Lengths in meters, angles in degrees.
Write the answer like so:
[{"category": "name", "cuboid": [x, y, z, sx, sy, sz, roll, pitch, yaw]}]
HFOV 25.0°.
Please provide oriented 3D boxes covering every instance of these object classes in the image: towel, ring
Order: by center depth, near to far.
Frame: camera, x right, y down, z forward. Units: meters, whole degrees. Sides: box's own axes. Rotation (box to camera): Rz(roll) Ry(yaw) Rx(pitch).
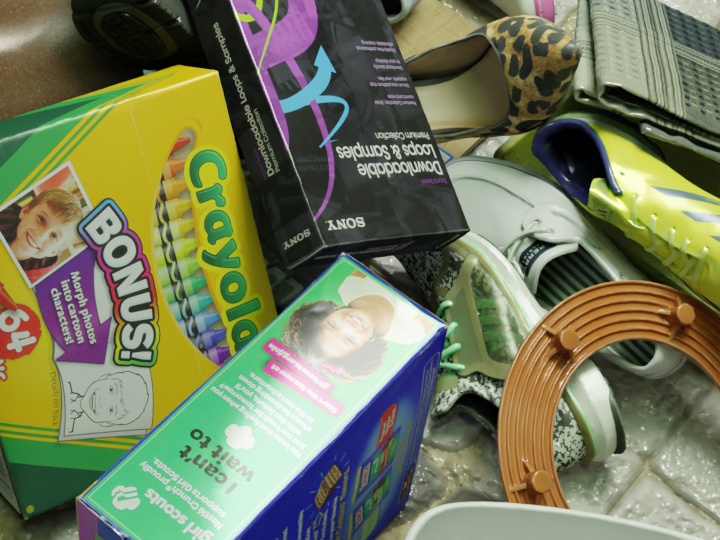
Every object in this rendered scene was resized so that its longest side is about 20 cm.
[{"category": "ring", "cuboid": [0.168, 0.103, 0.922, 0.199, 0.019, 0.202, 6, 75, -22]}, {"category": "towel", "cuboid": [0.227, -0.114, 1.054, 0.191, 0.035, 0.200, 23, 29, -7]}]

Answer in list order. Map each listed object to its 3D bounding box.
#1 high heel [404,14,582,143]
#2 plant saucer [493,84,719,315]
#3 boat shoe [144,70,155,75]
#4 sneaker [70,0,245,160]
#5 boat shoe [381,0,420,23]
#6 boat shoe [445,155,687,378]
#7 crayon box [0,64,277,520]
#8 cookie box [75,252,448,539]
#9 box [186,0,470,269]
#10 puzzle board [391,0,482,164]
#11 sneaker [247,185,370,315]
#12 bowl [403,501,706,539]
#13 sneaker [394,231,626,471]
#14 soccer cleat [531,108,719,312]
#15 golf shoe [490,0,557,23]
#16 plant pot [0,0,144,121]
[{"category": "high heel", "cuboid": [0.041, -0.107, 1.010, 0.142, 0.200, 0.072, -16, 93, -25]}, {"category": "plant saucer", "cuboid": [0.218, -0.057, 1.096, 0.199, 0.048, 0.200, 37, 56, 19]}, {"category": "boat shoe", "cuboid": [-0.158, -0.144, 1.079, 0.062, 0.073, 0.200, -36, 72, -17]}, {"category": "sneaker", "cuboid": [-0.085, -0.140, 0.969, 0.075, 0.200, 0.091, -14, 53, 30]}, {"category": "boat shoe", "cuboid": [-0.049, -0.220, 1.150, 0.199, 0.070, 0.072, 14, 41, 11]}, {"category": "boat shoe", "cuboid": [0.120, -0.008, 1.003, 0.199, 0.074, 0.067, 35, 12, 20]}, {"category": "crayon box", "cuboid": [-0.140, 0.008, 0.893, 0.171, 0.202, 0.058, -21, 19, -24]}, {"category": "cookie box", "cuboid": [-0.050, 0.118, 0.833, 0.075, 0.172, 0.200, 32, 53, 19]}, {"category": "box", "cuboid": [-0.021, -0.103, 0.938, 0.142, 0.036, 0.201, -9, 75, -52]}, {"category": "puzzle board", "cuboid": [0.016, -0.122, 1.133, 0.150, 0.017, 0.200, 36, 55, 16]}, {"category": "sneaker", "cuboid": [0.000, 0.000, 0.977, 0.115, 0.075, 0.200, -37, 63, -9]}, {"category": "bowl", "cuboid": [0.102, 0.227, 0.822, 0.198, 0.075, 0.201, 10, 61, -2]}, {"category": "sneaker", "cuboid": [0.069, 0.050, 0.975, 0.088, 0.077, 0.200, -31, 60, -20]}, {"category": "soccer cleat", "cuboid": [0.177, -0.030, 0.969, 0.083, 0.065, 0.200, -4, 38, -38]}, {"category": "golf shoe", "cuboid": [0.082, -0.240, 1.210, 0.091, 0.076, 0.201, -18, 51, -8]}, {"category": "plant pot", "cuboid": [-0.247, -0.098, 0.968, 0.197, 0.201, 0.200, -21, 58, -34]}]
